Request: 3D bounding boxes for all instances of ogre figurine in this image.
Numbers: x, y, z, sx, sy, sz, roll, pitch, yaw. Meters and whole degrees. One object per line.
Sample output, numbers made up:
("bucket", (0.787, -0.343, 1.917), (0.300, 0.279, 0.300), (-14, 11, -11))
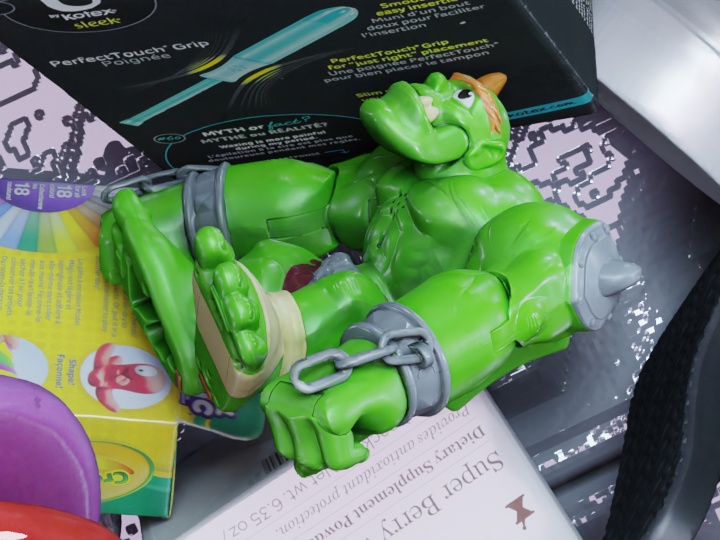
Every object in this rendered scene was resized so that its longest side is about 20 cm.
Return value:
("ogre figurine", (0.000, 0.000, 0.883), (0.119, 0.200, 0.099), (-18, 91, -17))

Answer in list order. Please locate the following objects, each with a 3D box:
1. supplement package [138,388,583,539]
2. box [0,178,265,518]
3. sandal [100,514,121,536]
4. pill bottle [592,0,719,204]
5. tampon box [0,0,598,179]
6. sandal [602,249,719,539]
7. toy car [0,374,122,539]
("supplement package", (0.029, 0.133, 0.987), (0.121, 0.120, 0.201), (-34, 98, -2))
("box", (-0.130, 0.020, 0.963), (0.199, 0.118, 0.049), (3, 131, -4))
("sandal", (-0.176, 0.064, 1.005), (0.199, 0.043, 0.077), (8, 88, 3))
("pill bottle", (0.158, -0.121, 0.979), (0.109, 0.110, 0.200), (40, 91, -8))
("tampon box", (-0.023, -0.122, 0.883), (0.149, 0.200, 0.127), (-8, 74, 15))
("sandal", (0.116, 0.049, 0.965), (0.045, 0.200, 0.075), (29, 129, -4))
("toy car", (-0.131, 0.098, 0.837), (0.150, 0.200, 0.175), (-45, 132, 10))
